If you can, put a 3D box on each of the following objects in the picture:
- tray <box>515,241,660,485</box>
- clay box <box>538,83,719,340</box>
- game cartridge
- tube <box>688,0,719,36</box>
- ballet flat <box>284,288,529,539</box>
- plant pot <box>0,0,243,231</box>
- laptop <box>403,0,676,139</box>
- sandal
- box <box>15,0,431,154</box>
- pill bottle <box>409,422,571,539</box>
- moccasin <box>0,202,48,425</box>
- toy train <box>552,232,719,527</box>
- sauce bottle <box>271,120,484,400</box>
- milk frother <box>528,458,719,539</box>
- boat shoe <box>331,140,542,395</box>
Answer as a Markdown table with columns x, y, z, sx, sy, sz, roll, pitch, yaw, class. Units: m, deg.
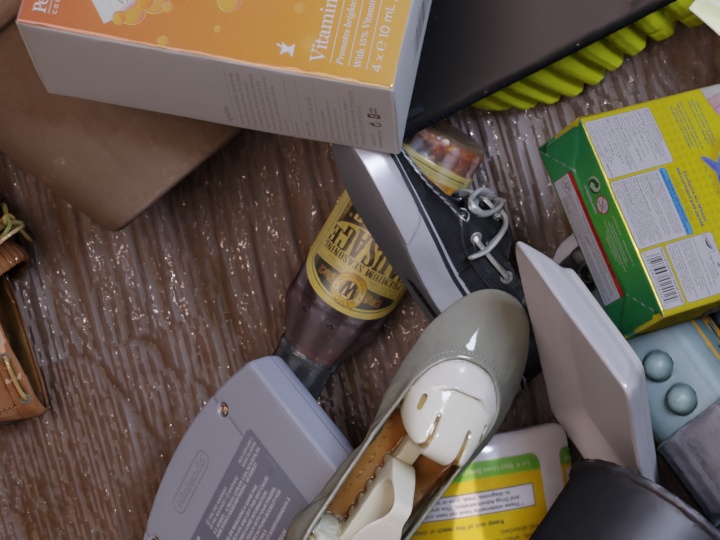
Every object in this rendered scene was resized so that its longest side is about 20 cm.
| x | y | z | sx | sy | sz | roll | pitch | yaw | class |
| --- | --- | --- | --- | --- | --- | --- | --- | --- | --- |
| 0.128 | 0.066 | 1.226 | 0.022 | 0.200 | 0.107 | -30 | 59 | -6 | tray |
| 0.203 | -0.042 | 1.248 | 0.048 | 0.200 | 0.115 | -36 | 72 | 54 | clay box |
| -0.065 | 0.153 | 1.364 | 0.133 | 0.040 | 0.200 | 48 | 128 | 25 | game cartridge |
| 0.271 | -0.190 | 1.248 | 0.200 | 0.052 | 0.058 | -48 | 44 | 0 | tube |
| 0.030 | 0.102 | 1.234 | 0.067 | 0.064 | 0.200 | 32 | 103 | -17 | ballet flat |
| -0.159 | -0.123 | 1.375 | 0.200 | 0.200 | 0.175 | -38 | 94 | 17 | plant pot |
| 0.070 | -0.204 | 1.323 | 0.187 | 0.116 | 0.200 | -26 | 87 | 19 | laptop |
| 0.128 | -0.159 | 1.320 | 0.200 | 0.079 | 0.087 | -25 | 65 | 17 | sandal |
| -0.065 | -0.150 | 1.221 | 0.199 | 0.098 | 0.125 | 10 | 73 | 6 | box |
| 0.077 | 0.193 | 1.314 | 0.111 | 0.111 | 0.201 | -10 | 86 | 21 | pill bottle |
| -0.237 | -0.003 | 1.454 | 0.078 | 0.074 | 0.202 | -12 | 83 | 11 | moccasin |
| 0.180 | 0.054 | 1.273 | 0.085 | 0.114 | 0.200 | -37 | 78 | 16 | toy train |
| 0.000 | 0.000 | 1.368 | 0.066 | 0.066 | 0.200 | 32 | 102 | 18 | sauce bottle |
| 0.147 | 0.227 | 1.173 | 0.181 | 0.200 | 0.188 | 47 | 70 | -25 | milk frother |
| 0.055 | -0.015 | 1.303 | 0.068 | 0.074 | 0.200 | -38 | 112 | -9 | boat shoe |
